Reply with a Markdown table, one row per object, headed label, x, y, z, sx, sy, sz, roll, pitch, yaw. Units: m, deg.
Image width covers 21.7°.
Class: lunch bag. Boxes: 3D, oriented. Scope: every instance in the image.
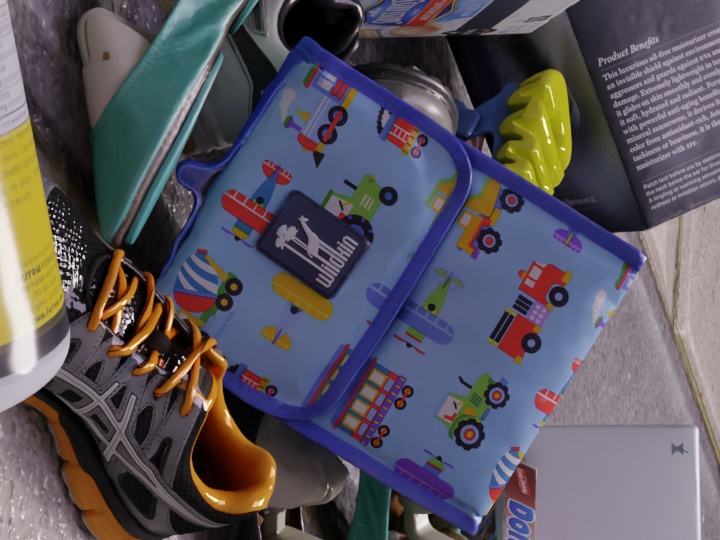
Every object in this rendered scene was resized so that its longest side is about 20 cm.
| label | x | y | z | sx | sy | sz | roll | pitch | yaw |
| --- | --- | --- | --- | --- | --- | --- | --- | --- | --- |
| lunch bag | 0.001 | 0.000 | 0.859 | 0.151 | 0.199 | 0.094 | -58 | -163 | 2 |

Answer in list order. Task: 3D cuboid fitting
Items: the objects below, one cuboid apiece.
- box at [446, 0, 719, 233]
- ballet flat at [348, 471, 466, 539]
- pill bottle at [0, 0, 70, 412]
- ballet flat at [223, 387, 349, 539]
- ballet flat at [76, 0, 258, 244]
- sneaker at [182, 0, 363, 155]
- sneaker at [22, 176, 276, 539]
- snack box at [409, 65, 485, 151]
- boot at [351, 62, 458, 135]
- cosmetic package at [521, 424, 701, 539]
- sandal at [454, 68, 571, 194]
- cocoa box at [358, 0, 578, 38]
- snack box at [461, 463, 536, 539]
| label | x | y | z | sx | sy | sz | roll | pitch | yaw |
| --- | --- | --- | --- | --- | --- | --- | --- | --- | --- |
| box | 0.154 | -0.133 | 1.218 | 0.200 | 0.123 | 0.200 | 69 | -17 | -5 |
| ballet flat | 0.032 | 0.132 | 1.035 | 0.067 | 0.070 | 0.202 | -15 | 116 | -34 |
| pill bottle | -0.156 | -0.056 | 0.547 | 0.112 | 0.111 | 0.202 | -43 | 126 | -65 |
| ballet flat | -0.037 | 0.123 | 0.910 | 0.068 | 0.068 | 0.202 | -38 | 122 | -66 |
| ballet flat | -0.082 | -0.110 | 0.814 | 0.201 | 0.070 | 0.067 | -62 | -171 | -10 |
| sneaker | -0.034 | -0.130 | 0.933 | 0.201 | 0.087 | 0.076 | -76 | 152 | -43 |
| sneaker | -0.095 | 0.035 | 0.754 | 0.201 | 0.077 | 0.079 | 65 | 31 | -43 |
| snack box | 0.025 | -0.019 | 1.105 | 0.072 | 0.024 | 0.201 | 35 | 56 | -33 |
| boot | 0.000 | 0.000 | 0.942 | 0.200 | 0.067 | 0.131 | 110 | -10 | -56 |
| cosmetic package | 0.162 | 0.208 | 1.292 | 0.200 | 0.122 | 0.201 | 93 | -4 | -83 |
| sandal | 0.057 | -0.038 | 1.052 | 0.200 | 0.086 | 0.080 | -61 | 145 | -48 |
| cocoa box | 0.046 | -0.202 | 1.002 | 0.200 | 0.130 | 0.135 | 179 | -93 | -83 |
| snack box | 0.076 | 0.188 | 1.093 | 0.200 | 0.024 | 0.072 | -77 | -167 | -66 |
